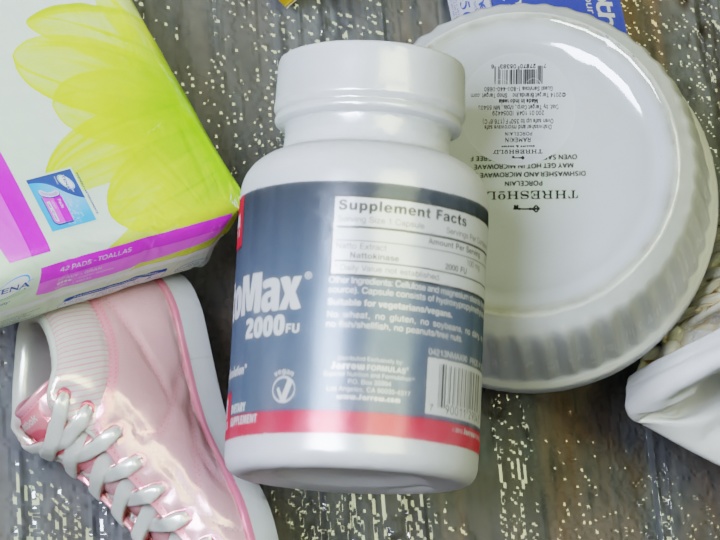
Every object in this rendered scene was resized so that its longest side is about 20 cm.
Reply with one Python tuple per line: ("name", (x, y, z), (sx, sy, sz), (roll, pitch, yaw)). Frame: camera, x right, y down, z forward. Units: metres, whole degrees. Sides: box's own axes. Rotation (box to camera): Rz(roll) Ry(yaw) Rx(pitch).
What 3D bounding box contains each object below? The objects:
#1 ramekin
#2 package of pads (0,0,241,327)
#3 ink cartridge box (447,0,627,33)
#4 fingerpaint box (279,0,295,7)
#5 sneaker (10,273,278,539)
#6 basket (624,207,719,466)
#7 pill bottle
("ramekin", (0.084, -0.042, 1.319), (0.200, 0.105, 0.200), (-1, 78, 6))
("package of pads", (-0.164, -0.078, 1.240), (0.154, 0.068, 0.200), (-18, 67, -34))
("ink cartridge box", (0.112, -0.080, 1.439), (0.094, 0.044, 0.200), (-3, 74, -32))
("fingerpaint box", (-0.032, -0.272, 1.406), (0.167, 0.073, 0.200), (43, 58, -9))
("sneaker", (-0.111, 0.097, 1.231), (0.105, 0.075, 0.200), (-5, 68, -36))
("basket", (0.264, 0.047, 1.374), (0.200, 0.136, 0.123), (28, 57, -19))
("pill bottle", (0.000, 0.000, 1.205), (0.120, 0.120, 0.200), (9, 77, -27))
